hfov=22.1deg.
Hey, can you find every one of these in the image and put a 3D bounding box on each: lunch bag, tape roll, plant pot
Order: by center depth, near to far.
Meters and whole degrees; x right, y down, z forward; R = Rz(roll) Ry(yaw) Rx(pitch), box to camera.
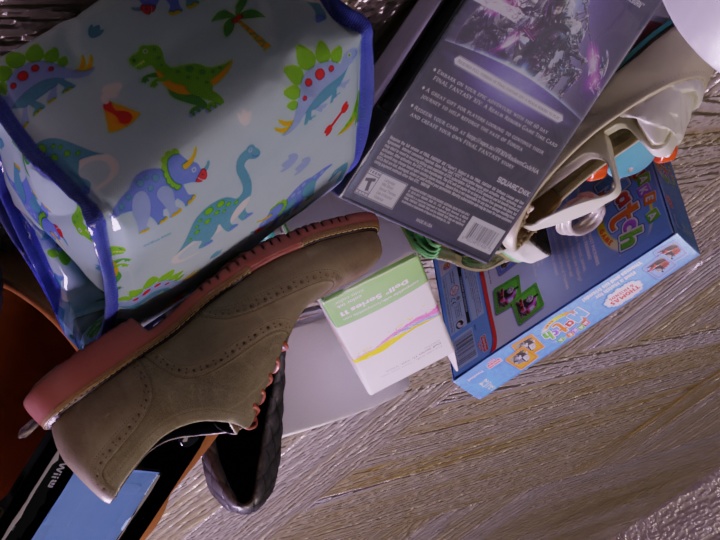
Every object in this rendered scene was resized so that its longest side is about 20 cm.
[{"bbox_3d":[-0.088,-0.055,0.911,0.169,0.128,0.201,-36,156,-17],"label":"lunch bag"},{"bbox_3d":[-0.168,0.070,1.110,0.200,0.201,0.140,-42,172,40],"label":"plant pot"},{"bbox_3d":[-0.067,0.075,1.312,0.200,0.072,0.202,-16,-178,1],"label":"tape roll"}]

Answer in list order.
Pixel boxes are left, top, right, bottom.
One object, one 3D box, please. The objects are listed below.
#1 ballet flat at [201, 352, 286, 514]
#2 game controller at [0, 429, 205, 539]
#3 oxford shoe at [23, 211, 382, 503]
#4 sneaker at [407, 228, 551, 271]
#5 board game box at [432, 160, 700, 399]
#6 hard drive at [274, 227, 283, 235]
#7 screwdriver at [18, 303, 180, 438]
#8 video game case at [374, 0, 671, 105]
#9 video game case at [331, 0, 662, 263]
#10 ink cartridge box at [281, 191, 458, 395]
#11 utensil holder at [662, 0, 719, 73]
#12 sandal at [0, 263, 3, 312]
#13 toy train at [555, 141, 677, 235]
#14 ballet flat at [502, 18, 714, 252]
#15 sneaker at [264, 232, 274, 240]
[{"bbox_3d":[-0.073,0.055,1.179,0.066,0.202,0.057,-5,-176,-13],"label":"ballet flat"},{"bbox_3d":[-0.158,0.142,0.969,0.201,0.042,0.104,-57,155,13],"label":"game controller"},{"bbox_3d":[-0.063,0.041,0.905,0.199,0.075,0.070,-32,172,-16],"label":"oxford shoe"},{"bbox_3d":[0.059,-0.027,1.247,0.088,0.078,0.199,-26,160,23],"label":"sneaker"},{"bbox_3d":[0.142,-0.019,1.340,0.199,0.152,0.036,-36,129,26],"label":"board game box"},{"bbox_3d":[0.010,-0.037,1.298,0.198,0.027,0.132,-23,161,-14],"label":"hard drive"},{"bbox_3d":[-0.133,0.044,0.991,0.029,0.028,0.200,-32,-172,37],"label":"screwdriver"},{"bbox_3d":[0.094,-0.116,1.107,0.199,0.018,0.143,7,131,-40],"label":"video game case"},{"bbox_3d":[0.082,-0.107,1.036,0.142,0.019,0.201,22,105,-47],"label":"video game case"},{"bbox_3d":[0.000,0.000,1.173,0.067,0.118,0.200,-27,154,-1],"label":"ink cartridge box"},{"bbox_3d":[0.263,-0.206,0.972,0.169,0.171,0.200,-18,163,-24],"label":"utensil holder"},{"bbox_3d":[-0.255,0.028,1.029,0.045,0.076,0.200,-10,158,-43],"label":"sandal"},{"bbox_3d":[0.130,-0.104,1.209,0.150,0.056,0.200,-38,144,13],"label":"toy train"},{"bbox_3d":[0.154,-0.081,1.118,0.199,0.070,0.069,-36,161,10],"label":"ballet flat"},{"bbox_3d":[-0.115,-0.043,1.018,0.077,0.080,0.199,-38,157,29],"label":"sneaker"}]
